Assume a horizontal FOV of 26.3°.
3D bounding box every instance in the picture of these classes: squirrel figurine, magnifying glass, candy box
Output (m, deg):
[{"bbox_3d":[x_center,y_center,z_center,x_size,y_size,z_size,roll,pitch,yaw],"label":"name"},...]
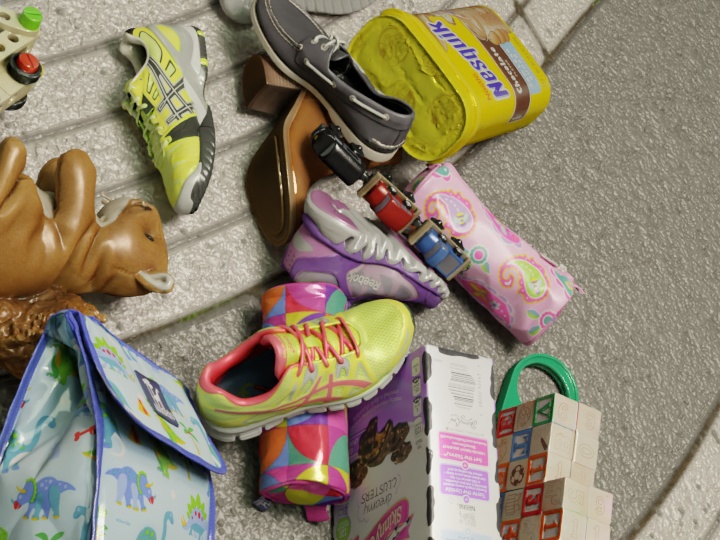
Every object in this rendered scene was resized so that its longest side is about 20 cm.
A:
[{"bbox_3d":[-0.250,0.002,1.254,0.186,0.141,0.201,21,72,-35],"label":"squirrel figurine"},{"bbox_3d":[0.142,0.149,1.481,0.200,0.022,0.080,-37,90,-40],"label":"magnifying glass"},{"bbox_3d":[0.044,0.188,1.306,0.071,0.168,0.201,13,61,-27],"label":"candy box"}]

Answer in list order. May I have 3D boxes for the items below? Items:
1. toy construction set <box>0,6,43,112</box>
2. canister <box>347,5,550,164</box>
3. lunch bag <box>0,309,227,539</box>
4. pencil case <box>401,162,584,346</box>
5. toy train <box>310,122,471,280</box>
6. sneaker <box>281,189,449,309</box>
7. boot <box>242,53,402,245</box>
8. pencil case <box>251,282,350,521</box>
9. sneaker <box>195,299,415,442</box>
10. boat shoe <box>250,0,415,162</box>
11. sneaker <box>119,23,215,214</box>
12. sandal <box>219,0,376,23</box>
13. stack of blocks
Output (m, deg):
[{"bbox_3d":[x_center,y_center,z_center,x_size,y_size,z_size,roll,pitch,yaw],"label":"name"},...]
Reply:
[{"bbox_3d":[-0.342,-0.176,1.282,0.131,0.092,0.200,40,53,-1],"label":"toy construction set"},{"bbox_3d":[0.093,-0.193,1.534,0.149,0.087,0.200,53,33,10],"label":"canister"},{"bbox_3d":[-0.188,0.150,1.168,0.170,0.127,0.201,45,40,-55],"label":"lunch bag"},{"bbox_3d":[0.121,-0.018,1.502,0.200,0.087,0.088,41,53,-5],"label":"pencil case"},{"bbox_3d":[0.030,-0.060,1.418,0.200,0.034,0.046,42,18,-17],"label":"toy train"},{"bbox_3d":[0.000,0.000,1.428,0.200,0.089,0.081,26,15,-45],"label":"sneaker"},{"bbox_3d":[-0.031,-0.109,1.471,0.155,0.077,0.201,9,56,-33],"label":"boot"},{"bbox_3d":[-0.049,0.111,1.342,0.088,0.088,0.201,13,64,-27],"label":"pencil case"},{"bbox_3d":[-0.046,0.075,1.261,0.199,0.090,0.078,-27,63,-7],"label":"sneaker"},{"bbox_3d":[-0.022,-0.195,1.438,0.200,0.063,0.073,50,44,8],"label":"boat shoe"},{"bbox_3d":[-0.177,-0.136,1.391,0.076,0.076,0.201,4,55,-23],"label":"sneaker"},{"bbox_3d":[-0.059,-0.299,1.545,0.202,0.083,0.050,-14,33,-34],"label":"sandal"},{"bbox_3d":[0.168,0.217,1.389,0.058,0.115,0.201,24,62,-27],"label":"stack of blocks"}]
